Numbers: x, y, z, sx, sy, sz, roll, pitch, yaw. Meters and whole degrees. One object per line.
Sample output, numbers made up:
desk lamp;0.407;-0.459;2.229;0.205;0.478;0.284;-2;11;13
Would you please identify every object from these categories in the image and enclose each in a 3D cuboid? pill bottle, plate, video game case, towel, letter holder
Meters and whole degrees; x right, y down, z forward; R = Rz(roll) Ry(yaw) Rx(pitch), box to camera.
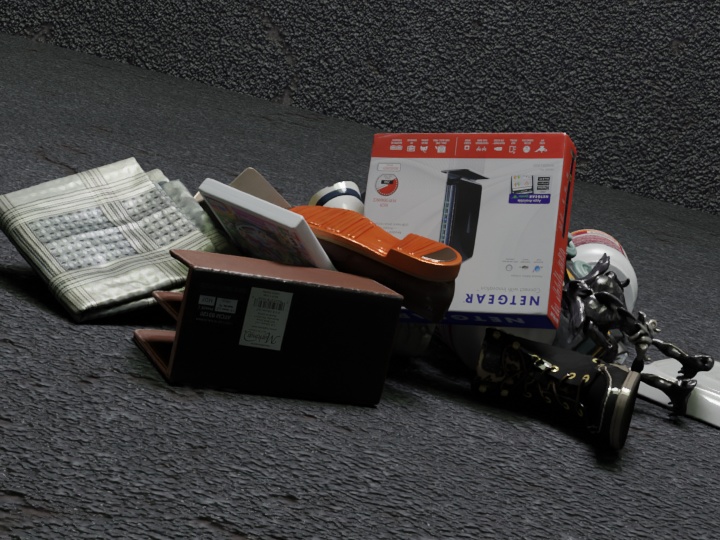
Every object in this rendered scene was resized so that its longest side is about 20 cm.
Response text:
pill bottle;0.122;0.031;1.650;0.112;0.115;0.200;10;11;-17
plate;0.398;0.134;1.698;0.198;0.033;0.199;21;13;33
video game case;-0.064;0.001;1.496;0.142;0.018;0.201;23;-26;42
towel;-0.231;-0.036;1.507;0.198;0.035;0.192;-15;44;-35
letter holder;-0.086;0.041;1.388;0.198;0.102;0.142;8;10;-25
pill bottle;0.285;0.016;1.930;0.108;0.111;0.200;14;11;3

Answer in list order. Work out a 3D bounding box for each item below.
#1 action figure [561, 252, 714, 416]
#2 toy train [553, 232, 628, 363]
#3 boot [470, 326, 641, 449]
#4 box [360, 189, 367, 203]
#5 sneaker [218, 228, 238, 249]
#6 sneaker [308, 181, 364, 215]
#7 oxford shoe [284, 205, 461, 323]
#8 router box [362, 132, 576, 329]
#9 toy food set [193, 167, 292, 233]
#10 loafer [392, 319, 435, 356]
action figure;0.257;0.068;1.594;0.199;0.119;0.102;37;-38;-11
toy train;0.219;0.026;1.737;0.113;0.085;0.201;3;47;-54
boot;0.180;0.105;1.462;0.149;0.074;0.200;16;7;4
box;0.015;-0.073;1.826;0.038;0.199;0.137;52;6;0
sneaker;-0.204;0.000;1.565;0.198;0.078;0.087;9;29;-10
sneaker;0.000;0.000;1.622;0.081;0.076;0.201;59;-2;40
oxford shoe;-0.003;-0.007;1.459;0.198;0.074;0.071;22;26;26
router box;0.100;-0.040;1.504;0.198;0.182;0.049;1;-17;21
toy food set;-0.093;-0.041;1.603;0.144;0.060;0.200;46;-15;-11
loafer;0.060;-0.009;1.581;0.070;0.202;0.069;38;-22;-34
